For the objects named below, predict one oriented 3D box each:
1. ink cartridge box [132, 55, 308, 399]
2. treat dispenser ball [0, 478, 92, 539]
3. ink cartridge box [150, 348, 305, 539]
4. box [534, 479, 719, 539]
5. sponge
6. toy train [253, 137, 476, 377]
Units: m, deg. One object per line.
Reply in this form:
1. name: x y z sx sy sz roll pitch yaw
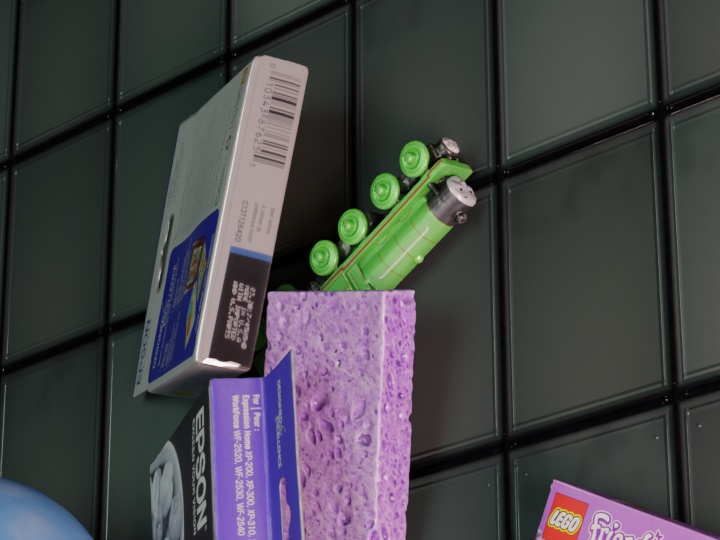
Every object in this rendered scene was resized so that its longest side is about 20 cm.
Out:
1. ink cartridge box: -0.093 -0.020 1.602 0.200 0.047 0.199 148 133 -73
2. treat dispenser ball: -0.252 0.231 1.572 0.200 0.200 0.202 -20 61 42
3. ink cartridge box: -0.081 0.173 1.480 0.200 0.043 0.199 127 143 -57
4. box: 0.157 0.199 1.267 0.200 0.039 0.138 17 89 50
5. sponge: -0.017 0.110 1.472 0.111 0.030 0.201 1 88 49
6. toy train: 0.000 0.000 1.518 0.200 0.042 0.057 -47 56 25
